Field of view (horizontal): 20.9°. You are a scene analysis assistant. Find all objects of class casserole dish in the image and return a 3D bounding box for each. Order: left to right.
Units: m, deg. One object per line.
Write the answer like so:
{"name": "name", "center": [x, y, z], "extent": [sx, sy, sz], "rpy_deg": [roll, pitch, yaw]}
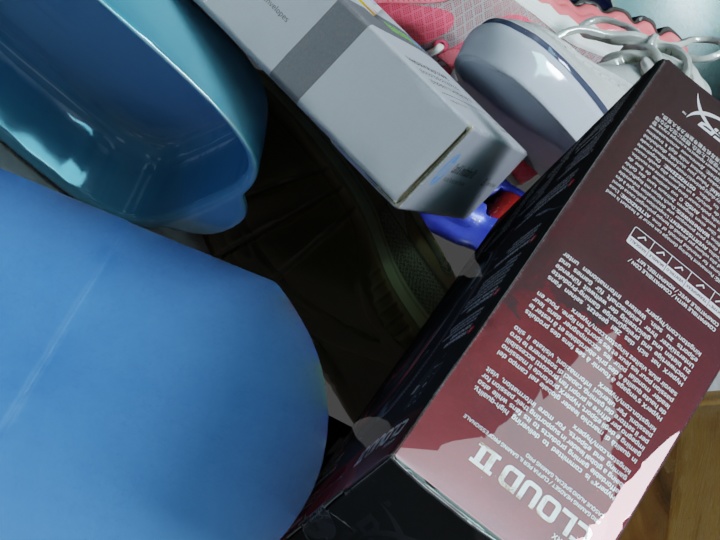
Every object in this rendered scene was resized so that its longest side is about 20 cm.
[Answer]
{"name": "casserole dish", "center": [-0.111, -0.089, 0.675], "extent": [0.200, 0.121, 0.039], "rpy_deg": [41, 59, -21]}

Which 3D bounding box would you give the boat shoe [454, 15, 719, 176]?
{"name": "boat shoe", "center": [0.117, -0.068, 0.815], "extent": [0.202, 0.075, 0.086], "rpy_deg": [37, 84, -45]}

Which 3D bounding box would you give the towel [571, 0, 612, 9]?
{"name": "towel", "center": [0.115, -0.225, 0.982], "extent": [0.147, 0.024, 0.200], "rpy_deg": [37, 54, -23]}

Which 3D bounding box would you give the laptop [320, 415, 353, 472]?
{"name": "laptop", "center": [-0.041, 0.151, 0.723], "extent": [0.200, 0.103, 0.177], "rpy_deg": [26, 54, 0]}

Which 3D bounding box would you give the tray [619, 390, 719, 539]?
{"name": "tray", "center": [0.113, 0.147, 0.788], "extent": [0.037, 0.098, 0.200], "rpy_deg": [45, 48, -44]}

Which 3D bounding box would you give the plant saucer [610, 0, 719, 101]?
{"name": "plant saucer", "center": [0.192, -0.154, 0.985], "extent": [0.201, 0.039, 0.202], "rpy_deg": [14, 71, -46]}

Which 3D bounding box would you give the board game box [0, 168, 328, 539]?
{"name": "board game box", "center": [-0.111, 0.044, 0.659], "extent": [0.200, 0.039, 0.158], "rpy_deg": [22, 43, 2]}

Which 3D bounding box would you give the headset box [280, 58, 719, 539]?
{"name": "headset box", "center": [0.052, 0.046, 0.658], "extent": [0.075, 0.149, 0.200], "rpy_deg": [38, 60, -2]}

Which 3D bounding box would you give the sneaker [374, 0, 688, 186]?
{"name": "sneaker", "center": [0.061, -0.084, 0.853], "extent": [0.200, 0.074, 0.087], "rpy_deg": [15, 81, -29]}

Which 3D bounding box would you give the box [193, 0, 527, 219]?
{"name": "box", "center": [-0.030, -0.103, 0.708], "extent": [0.200, 0.041, 0.156], "rpy_deg": [45, 8, 9]}

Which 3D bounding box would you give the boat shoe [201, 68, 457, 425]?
{"name": "boat shoe", "center": [0.002, 0.000, 0.777], "extent": [0.201, 0.073, 0.063], "rpy_deg": [52, 35, -13]}

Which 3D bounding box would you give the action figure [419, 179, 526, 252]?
{"name": "action figure", "center": [0.045, -0.012, 0.827], "extent": [0.200, 0.099, 0.065], "rpy_deg": [34, 55, 2]}
